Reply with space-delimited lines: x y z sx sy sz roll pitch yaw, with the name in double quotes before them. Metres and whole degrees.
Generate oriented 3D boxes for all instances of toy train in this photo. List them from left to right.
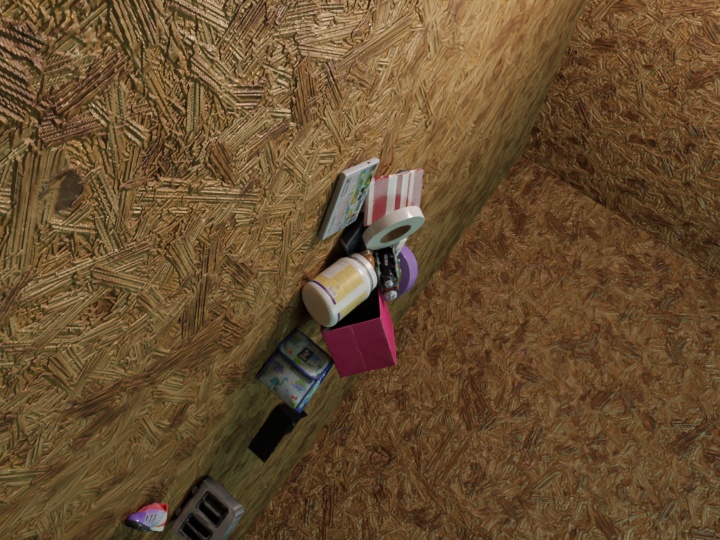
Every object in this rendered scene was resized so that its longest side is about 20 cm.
"toy train" 0.088 0.003 1.743 0.202 0.083 0.116 -94 173 -53

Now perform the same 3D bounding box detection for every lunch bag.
"lunch bag" -0.199 0.313 1.731 0.201 0.169 0.128 -51 169 -14

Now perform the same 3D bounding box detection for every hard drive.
"hard drive" -0.005 -0.105 1.706 0.136 0.042 0.200 -55 166 -5

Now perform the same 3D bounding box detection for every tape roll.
"tape roll" 0.100 0.000 1.971 0.203 0.198 0.085 -61 163 23
"tape roll" 0.099 -0.126 1.660 0.199 0.038 0.203 -24 166 -6

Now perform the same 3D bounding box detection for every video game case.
"video game case" -0.032 -0.193 1.466 0.182 0.022 0.203 -37 155 -53

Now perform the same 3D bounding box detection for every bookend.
"bookend" -0.325 0.639 2.193 0.202 0.091 0.199 -55 166 -1

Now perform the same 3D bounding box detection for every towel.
"towel" 0.096 -0.215 1.614 0.196 0.023 0.147 -16 128 -27

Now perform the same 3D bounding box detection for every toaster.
"toaster" -0.496 0.813 1.798 0.182 0.198 0.119 -51 170 -10

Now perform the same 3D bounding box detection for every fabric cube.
"fabric cube" -0.006 0.181 1.734 0.198 0.195 0.203 -94 167 -54

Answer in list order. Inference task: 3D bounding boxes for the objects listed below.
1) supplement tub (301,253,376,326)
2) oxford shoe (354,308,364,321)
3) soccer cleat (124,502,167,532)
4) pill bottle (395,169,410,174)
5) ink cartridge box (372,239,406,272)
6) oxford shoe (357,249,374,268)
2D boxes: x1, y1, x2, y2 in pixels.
"supplement tub" -0.060 0.054 1.622 0.199 0.145 0.147 -36 158 -30
"oxford shoe" -0.027 0.084 1.837 0.071 0.072 0.203 -47 129 -38
"soccer cleat" -0.579 0.667 1.495 0.201 0.066 0.075 84 20 -63
"pill bottle" 0.122 -0.213 1.749 0.112 0.111 0.202 -42 160 -41
"ink cartridge box" 0.076 -0.087 1.863 0.203 0.116 0.067 -61 163 20
"oxford shoe" 0.000 0.000 1.750 0.070 0.073 0.200 -17 169 -16
